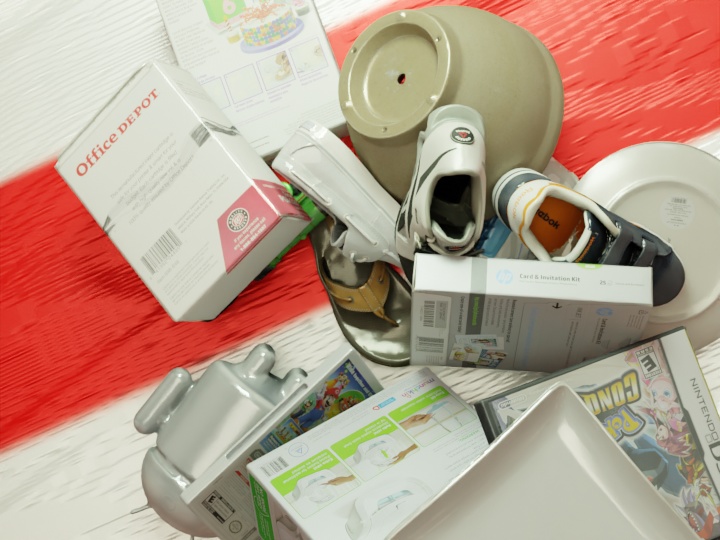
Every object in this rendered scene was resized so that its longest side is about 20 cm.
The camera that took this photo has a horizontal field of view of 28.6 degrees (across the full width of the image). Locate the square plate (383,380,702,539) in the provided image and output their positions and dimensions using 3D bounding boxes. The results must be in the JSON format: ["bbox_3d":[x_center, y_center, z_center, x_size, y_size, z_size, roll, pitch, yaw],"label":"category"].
[{"bbox_3d":[0.151,0.225,1.114,0.198,0.028,0.200,-40,88,-12],"label":"square plate"}]

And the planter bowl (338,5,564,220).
[{"bbox_3d":[0.064,-0.153,1.267,0.200,0.135,0.201,-12,70,34],"label":"planter bowl"}]

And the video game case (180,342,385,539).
[{"bbox_3d":[-0.051,0.176,1.282,0.200,0.143,0.018,-42,41,-8],"label":"video game case"}]

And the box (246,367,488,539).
[{"bbox_3d":[0.033,0.201,1.217,0.199,0.097,0.176,-27,44,-25],"label":"box"}]

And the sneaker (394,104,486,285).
[{"bbox_3d":[0.069,-0.035,1.206,0.074,0.201,0.089,0,43,-2],"label":"sneaker"}]

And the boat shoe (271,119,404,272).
[{"bbox_3d":[-0.001,-0.045,1.287,0.069,0.072,0.200,-45,115,-6],"label":"boat shoe"}]

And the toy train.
[{"bbox_3d":[-0.097,-0.026,1.348,0.200,0.042,0.056,-41,76,12],"label":"toy train"}]

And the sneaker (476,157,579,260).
[{"bbox_3d":[0.141,-0.017,1.319,0.086,0.075,0.201,26,100,-19],"label":"sneaker"}]

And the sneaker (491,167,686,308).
[{"bbox_3d":[0.206,-0.016,1.229,0.199,0.079,0.079,26,102,-17],"label":"sneaker"}]

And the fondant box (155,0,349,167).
[{"bbox_3d":[-0.101,-0.206,1.373,0.144,0.058,0.201,-21,83,6],"label":"fondant box"}]

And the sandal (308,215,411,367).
[{"bbox_3d":[0.000,0.000,1.340,0.081,0.055,0.201,-22,82,5],"label":"sandal"}]

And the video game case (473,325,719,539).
[{"bbox_3d":[0.215,0.162,1.170,0.199,0.025,0.181,-18,83,-17],"label":"video game case"}]

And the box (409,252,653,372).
[{"bbox_3d":[0.143,0.042,1.230,0.199,0.156,0.041,4,63,4],"label":"box"}]

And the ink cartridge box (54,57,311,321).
[{"bbox_3d":[-0.166,-0.073,1.306,0.146,0.085,0.200,-44,76,14],"label":"ink cartridge box"}]

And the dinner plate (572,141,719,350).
[{"bbox_3d":[0.277,-0.018,1.297,0.199,0.024,0.201,0,94,-4],"label":"dinner plate"}]

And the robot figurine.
[{"bbox_3d":[-0.126,0.164,1.311,0.169,0.113,0.200,37,90,-1],"label":"robot figurine"}]
